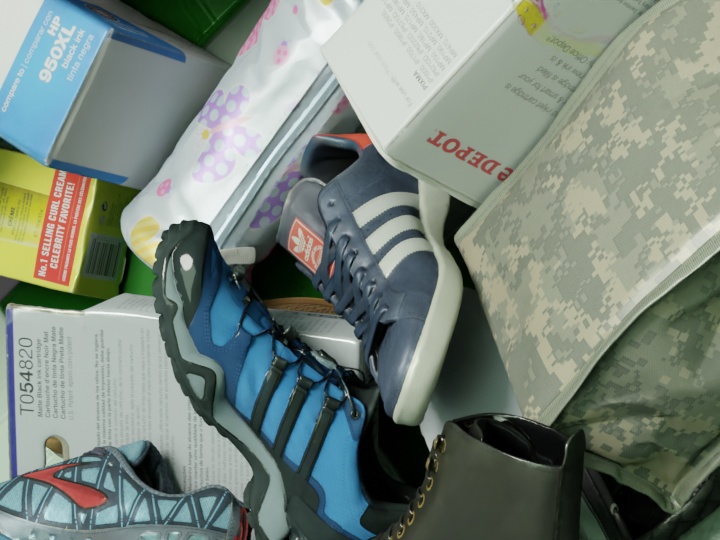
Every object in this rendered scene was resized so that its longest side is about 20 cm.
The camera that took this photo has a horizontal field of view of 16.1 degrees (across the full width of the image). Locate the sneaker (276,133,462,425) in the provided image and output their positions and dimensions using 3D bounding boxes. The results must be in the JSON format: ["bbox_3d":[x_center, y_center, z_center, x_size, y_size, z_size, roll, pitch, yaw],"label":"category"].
[{"bbox_3d":[0.000,0.000,1.251,0.084,0.201,0.075,13,123,-11],"label":"sneaker"}]

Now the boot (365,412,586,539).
[{"bbox_3d":[0.023,0.118,1.171,0.199,0.077,0.140,10,112,28],"label":"boot"}]

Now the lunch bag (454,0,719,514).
[{"bbox_3d":[0.154,-0.021,1.188,0.200,0.117,0.165,-52,32,24],"label":"lunch bag"}]

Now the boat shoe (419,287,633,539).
[{"bbox_3d":[0.083,0.097,1.241,0.069,0.056,0.201,-41,51,25],"label":"boat shoe"}]

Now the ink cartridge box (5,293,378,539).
[{"bbox_3d":[-0.087,0.115,1.339,0.198,0.041,0.201,6,107,16],"label":"ink cartridge box"}]

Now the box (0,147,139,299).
[{"bbox_3d":[-0.225,-0.038,1.470,0.199,0.050,0.076,14,92,28],"label":"box"}]

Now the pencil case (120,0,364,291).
[{"bbox_3d":[-0.047,-0.077,1.355,0.083,0.091,0.201,34,101,-4],"label":"pencil case"}]

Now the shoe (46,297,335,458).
[{"bbox_3d":[-0.081,0.067,1.388,0.199,0.054,0.070,-17,37,19],"label":"shoe"}]

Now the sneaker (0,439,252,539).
[{"bbox_3d":[-0.135,0.132,1.306,0.199,0.079,0.096,13,61,32],"label":"sneaker"}]

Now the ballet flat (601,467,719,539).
[{"bbox_3d":[0.137,0.109,1.260,0.066,0.057,0.200,46,106,23],"label":"ballet flat"}]

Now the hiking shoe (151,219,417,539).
[{"bbox_3d":[-0.033,0.057,1.252,0.086,0.074,0.201,-21,108,14],"label":"hiking shoe"}]

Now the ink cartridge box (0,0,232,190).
[{"bbox_3d":[-0.187,-0.127,1.405,0.199,0.144,0.085,31,99,27],"label":"ink cartridge box"}]

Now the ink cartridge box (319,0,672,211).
[{"bbox_3d":[0.101,-0.129,1.246,0.200,0.147,0.086,-44,51,18],"label":"ink cartridge box"}]
